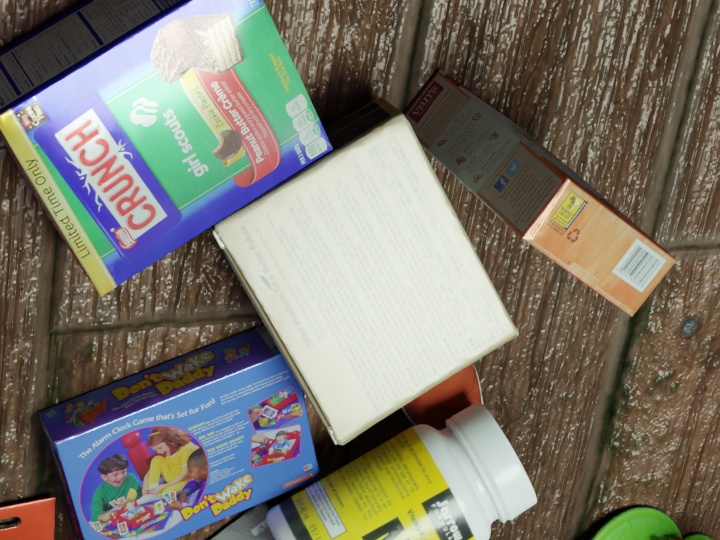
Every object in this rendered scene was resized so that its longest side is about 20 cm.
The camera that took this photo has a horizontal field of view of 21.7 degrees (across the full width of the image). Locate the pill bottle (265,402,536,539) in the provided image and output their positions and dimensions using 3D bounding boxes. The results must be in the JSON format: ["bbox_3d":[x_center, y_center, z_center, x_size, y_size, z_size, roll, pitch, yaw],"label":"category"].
[{"bbox_3d":[0.034,0.196,1.518,0.199,0.114,0.115,-30,128,-4],"label":"pill bottle"}]

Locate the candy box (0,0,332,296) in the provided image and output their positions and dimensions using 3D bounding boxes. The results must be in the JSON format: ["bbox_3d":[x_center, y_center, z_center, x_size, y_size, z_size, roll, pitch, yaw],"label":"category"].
[{"bbox_3d":[-0.143,-0.109,1.300,0.199,0.077,0.170,-32,129,-7],"label":"candy box"}]

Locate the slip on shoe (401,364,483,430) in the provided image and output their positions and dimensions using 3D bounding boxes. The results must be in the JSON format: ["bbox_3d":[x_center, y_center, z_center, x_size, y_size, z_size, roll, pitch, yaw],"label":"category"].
[{"bbox_3d":[0.062,0.075,1.533,0.074,0.061,0.201,-28,129,-13],"label":"slip on shoe"}]

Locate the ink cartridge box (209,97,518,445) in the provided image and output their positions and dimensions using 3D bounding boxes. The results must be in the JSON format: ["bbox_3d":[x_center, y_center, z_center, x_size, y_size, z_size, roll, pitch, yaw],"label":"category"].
[{"bbox_3d":[0.000,0.000,1.401,0.164,0.075,0.201,-30,111,-3],"label":"ink cartridge box"}]

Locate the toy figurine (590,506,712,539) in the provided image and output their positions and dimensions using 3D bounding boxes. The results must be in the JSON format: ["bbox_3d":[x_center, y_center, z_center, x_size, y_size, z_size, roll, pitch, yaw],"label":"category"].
[{"bbox_3d":[0.324,0.313,1.720,0.199,0.184,0.151,1,100,-37],"label":"toy figurine"}]

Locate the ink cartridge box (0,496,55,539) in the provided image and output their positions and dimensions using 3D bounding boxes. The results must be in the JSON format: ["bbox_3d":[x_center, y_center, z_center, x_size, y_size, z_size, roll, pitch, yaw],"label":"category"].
[{"bbox_3d":[-0.283,0.280,1.474,0.108,0.050,0.201,-9,123,-23],"label":"ink cartridge box"}]

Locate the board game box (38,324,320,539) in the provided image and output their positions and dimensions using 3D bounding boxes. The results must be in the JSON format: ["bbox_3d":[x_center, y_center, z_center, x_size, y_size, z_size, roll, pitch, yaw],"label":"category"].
[{"bbox_3d":[-0.138,0.138,1.472,0.199,0.045,0.135,-21,126,-17],"label":"board game box"}]

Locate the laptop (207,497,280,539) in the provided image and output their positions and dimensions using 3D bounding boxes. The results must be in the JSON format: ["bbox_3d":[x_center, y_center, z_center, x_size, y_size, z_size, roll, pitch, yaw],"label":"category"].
[{"bbox_3d":[-0.095,0.310,1.622,0.177,0.103,0.200,-36,154,-4],"label":"laptop"}]

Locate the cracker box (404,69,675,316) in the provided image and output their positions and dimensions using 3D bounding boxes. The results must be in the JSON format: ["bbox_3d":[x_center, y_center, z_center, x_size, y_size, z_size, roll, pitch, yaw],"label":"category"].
[{"bbox_3d":[0.129,-0.060,1.397,0.134,0.200,0.058,32,99,-38],"label":"cracker box"}]
